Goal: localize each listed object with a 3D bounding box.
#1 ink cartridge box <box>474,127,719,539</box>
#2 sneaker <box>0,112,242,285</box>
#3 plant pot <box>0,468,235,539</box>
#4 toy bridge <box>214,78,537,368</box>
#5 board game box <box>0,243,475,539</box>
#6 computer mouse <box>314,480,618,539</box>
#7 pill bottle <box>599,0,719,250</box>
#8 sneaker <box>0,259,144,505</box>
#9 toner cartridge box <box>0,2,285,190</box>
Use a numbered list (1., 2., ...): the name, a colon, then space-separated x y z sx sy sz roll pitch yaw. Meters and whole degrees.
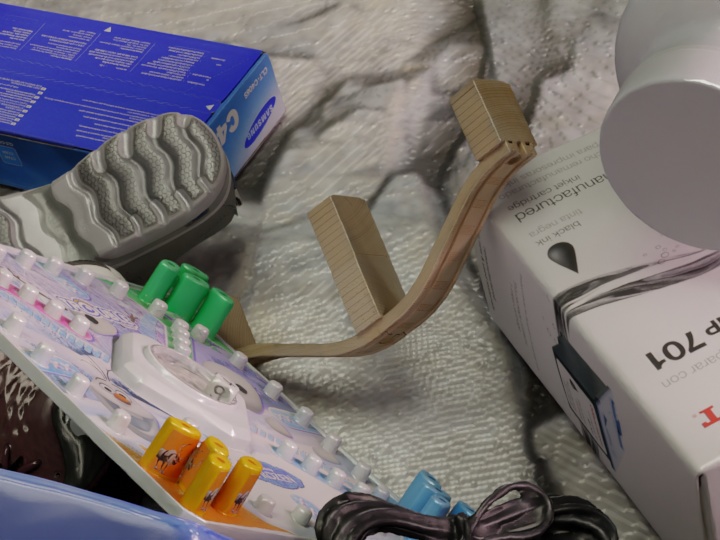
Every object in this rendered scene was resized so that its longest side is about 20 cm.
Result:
1. ink cartridge box: 0.154 0.020 0.899 0.146 0.086 0.200 -25 41 -10
2. sneaker: -0.144 -0.001 1.034 0.199 0.082 0.075 -21 67 9
3. plant pot: -0.141 0.161 0.735 0.198 0.200 0.181 13 78 14
4. toy bridge: 0.000 0.000 0.944 0.200 0.027 0.068 -38 65 32
5. board game box: -0.066 0.042 0.856 0.200 0.200 0.026 40 101 31
6. computer mouse: 0.063 0.170 0.773 0.138 0.053 0.201 4 45 -35
7. pill bottle: 0.169 -0.101 0.879 0.111 0.113 0.200 9 44 26
8. sneaker: -0.168 0.087 0.946 0.199 0.076 0.116 -33 58 -4
9. toner cartridge box: -0.148 -0.085 1.139 0.199 0.043 0.095 14 51 30
